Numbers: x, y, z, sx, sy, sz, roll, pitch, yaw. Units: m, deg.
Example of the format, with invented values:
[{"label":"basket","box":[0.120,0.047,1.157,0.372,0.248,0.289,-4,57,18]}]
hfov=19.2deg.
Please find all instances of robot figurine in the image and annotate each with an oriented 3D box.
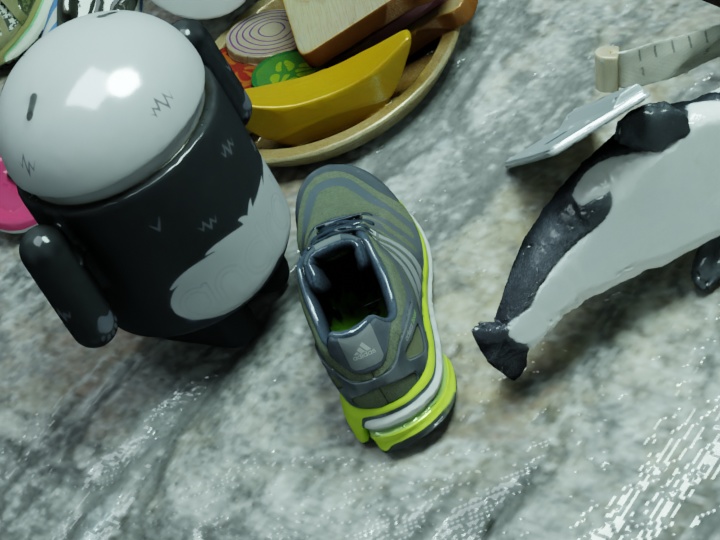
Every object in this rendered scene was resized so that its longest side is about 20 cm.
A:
[{"label":"robot figurine","box":[-0.115,-0.046,1.150,0.124,0.200,0.151,-24,40,7]}]

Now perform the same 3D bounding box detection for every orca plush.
[{"label":"orca plush","box":[0.132,-0.028,1.077,0.200,0.105,0.071,-52,28,7]}]

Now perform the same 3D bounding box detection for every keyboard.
[{"label":"keyboard","box":[0.108,-0.071,1.102,0.056,0.011,0.200,-37,2,-1]}]

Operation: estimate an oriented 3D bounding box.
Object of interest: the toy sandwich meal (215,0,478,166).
[{"label":"toy sandwich meal","box":[-0.024,-0.147,1.304,0.204,0.070,0.206,-17,41,15]}]

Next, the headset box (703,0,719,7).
[{"label":"headset box","box":[0.269,-0.175,1.083,0.199,0.077,0.149,20,46,-12]}]

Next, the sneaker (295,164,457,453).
[{"label":"sneaker","box":[0.000,0.000,1.126,0.074,0.081,0.201,-25,40,5]}]

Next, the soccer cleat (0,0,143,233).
[{"label":"soccer cleat","box":[-0.188,-0.109,1.378,0.069,0.086,0.201,21,75,2]}]

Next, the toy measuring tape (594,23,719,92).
[{"label":"toy measuring tape","box":[0.199,-0.144,1.142,0.199,0.074,0.074,-19,36,-19]}]

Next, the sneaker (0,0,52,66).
[{"label":"sneaker","box":[-0.236,-0.228,1.468,0.201,0.088,0.077,-55,23,14]}]

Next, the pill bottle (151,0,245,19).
[{"label":"pill bottle","box":[-0.095,-0.255,1.414,0.112,0.113,0.201,-14,36,18]}]
